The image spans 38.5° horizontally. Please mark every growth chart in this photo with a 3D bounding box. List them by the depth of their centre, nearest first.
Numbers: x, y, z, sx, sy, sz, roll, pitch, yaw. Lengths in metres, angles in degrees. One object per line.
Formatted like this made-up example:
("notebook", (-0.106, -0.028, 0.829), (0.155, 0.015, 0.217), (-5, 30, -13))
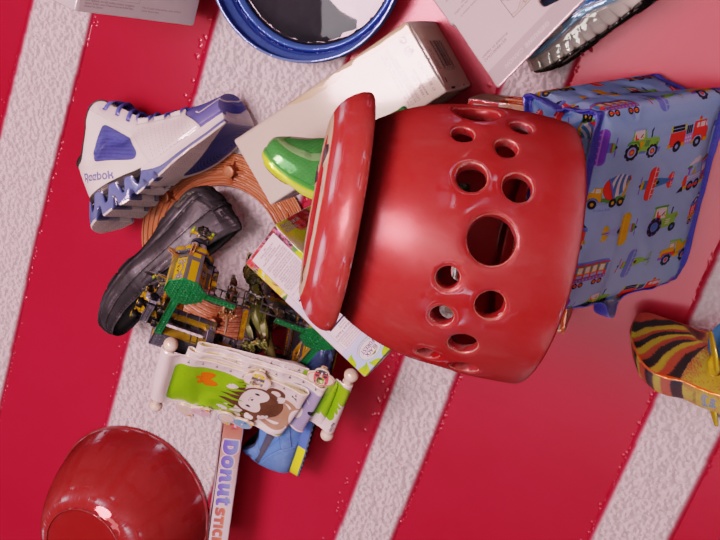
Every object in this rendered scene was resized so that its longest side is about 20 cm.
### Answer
("growth chart", (-0.107, 0.118, 0.995), (0.198, 0.018, 0.145), (11, 140, -1))

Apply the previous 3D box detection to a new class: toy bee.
("toy bee", (0.325, 0.098, 0.890), (0.199, 0.109, 0.131), (-5, 142, 41))

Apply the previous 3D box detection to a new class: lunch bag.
("lunch bag", (0.220, -0.054, 0.877), (0.094, 0.149, 0.202), (30, 126, 54))

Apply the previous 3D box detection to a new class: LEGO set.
("LEGO set", (-0.109, 0.019, 0.983), (0.198, 0.117, 0.154), (15, 141, -10))

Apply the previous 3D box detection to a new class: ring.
("ring", (-0.145, -0.023, 1.082), (0.198, 0.019, 0.203), (5, 104, 18))

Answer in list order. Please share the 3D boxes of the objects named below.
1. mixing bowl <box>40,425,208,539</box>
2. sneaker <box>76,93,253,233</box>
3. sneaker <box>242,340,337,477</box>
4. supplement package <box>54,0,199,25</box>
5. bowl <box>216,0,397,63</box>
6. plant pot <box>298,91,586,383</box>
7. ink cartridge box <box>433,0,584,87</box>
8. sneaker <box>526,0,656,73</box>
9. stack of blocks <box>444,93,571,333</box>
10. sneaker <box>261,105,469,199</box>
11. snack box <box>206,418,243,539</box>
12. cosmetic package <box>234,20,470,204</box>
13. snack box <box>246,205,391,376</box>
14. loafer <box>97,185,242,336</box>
("mixing bowl", (-0.282, 0.289, 1.161), (0.198, 0.108, 0.202), (5, 106, 18))
("sneaker", (-0.217, -0.136, 1.038), (0.198, 0.080, 0.116), (-32, 81, 17))
("sneaker", (-0.072, 0.119, 1.062), (0.078, 0.066, 0.202), (19, 111, 2))
("supplement package", (-0.228, -0.349, 0.937), (0.151, 0.150, 0.202), (29, 112, 29))
("bowl", (-0.048, -0.298, 0.967), (0.199, 0.039, 0.203), (5, 105, 18))
("plant pot", (0.052, -0.028, 0.774), (0.181, 0.201, 0.202), (9, 108, -5))
("ink cartridge box", (0.151, -0.273, 0.858), (0.200, 0.045, 0.177), (-44, 56, 24))
("sneaker", (0.208, -0.255, 0.870), (0.199, 0.078, 0.090), (-34, 88, 23))
("stack of blocks", (0.149, -0.054, 0.950), (0.114, 0.059, 0.202), (9, 106, 16))
("sneaker", (0.014, -0.102, 0.880), (0.198, 0.074, 0.084), (3, 116, -13))
("snack box", (-0.143, 0.208, 1.110), (0.024, 0.072, 0.202), (7, 107, -7))
("cosmetic package", (-0.006, -0.146, 0.957), (0.199, 0.103, 0.074), (-29, 92, 22))
("snack box", (0.000, 0.000, 0.937), (0.142, 0.200, 0.053), (44, 115, 3))
("loafer", (-0.198, 0.002, 1.059), (0.070, 0.068, 0.201), (47, 110, 11))
